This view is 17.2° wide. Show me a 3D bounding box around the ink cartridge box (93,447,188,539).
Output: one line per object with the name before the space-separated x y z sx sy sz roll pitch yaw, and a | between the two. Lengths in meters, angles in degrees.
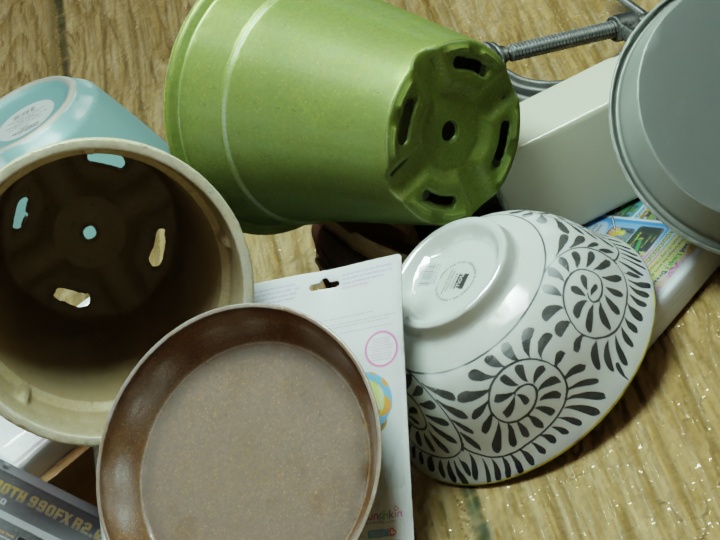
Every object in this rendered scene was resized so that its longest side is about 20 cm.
ink cartridge box | -0.076 0.127 1.577 0.198 0.047 0.161 -8 42 -4

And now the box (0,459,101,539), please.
box | -0.267 0.192 1.550 0.199 0.048 0.159 26 46 2

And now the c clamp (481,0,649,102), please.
c clamp | 0.166 -0.164 1.806 0.199 0.027 0.171 -19 35 -32

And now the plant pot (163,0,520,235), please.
plant pot | 0.001 -0.106 1.601 0.200 0.201 0.189 -44 36 -24

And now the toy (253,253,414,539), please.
toy | -0.012 0.100 1.498 0.114 0.047 0.201 -11 68 28

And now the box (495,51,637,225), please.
box | 0.182 -0.099 1.645 0.199 0.082 0.068 -25 28 2

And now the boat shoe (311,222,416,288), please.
boat shoe | 0.000 0.000 1.709 0.200 0.070 0.071 -127 52 -75

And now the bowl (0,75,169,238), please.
bowl | -0.275 -0.095 2.079 0.200 0.105 0.201 -23 29 14

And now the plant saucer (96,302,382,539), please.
plant saucer | -0.070 0.121 1.471 0.199 0.034 0.202 -8 71 25

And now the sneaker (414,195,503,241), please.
sneaker | 0.097 -0.084 1.733 0.076 0.091 0.200 -7 35 38

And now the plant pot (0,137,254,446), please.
plant pot | -0.179 -0.006 1.588 0.200 0.201 0.184 -30 17 -1

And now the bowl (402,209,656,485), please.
bowl | 0.081 0.028 1.525 0.200 0.094 0.202 -26 38 22

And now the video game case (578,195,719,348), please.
video game case | 0.158 -0.002 1.617 0.181 0.024 0.200 8 46 48

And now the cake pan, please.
cake pan | 0.260 -0.106 1.533 0.200 0.201 0.037 -35 -14 -9

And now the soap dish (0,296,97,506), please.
soap dish | -0.200 0.103 1.720 0.200 0.081 0.157 -40 30 -16
